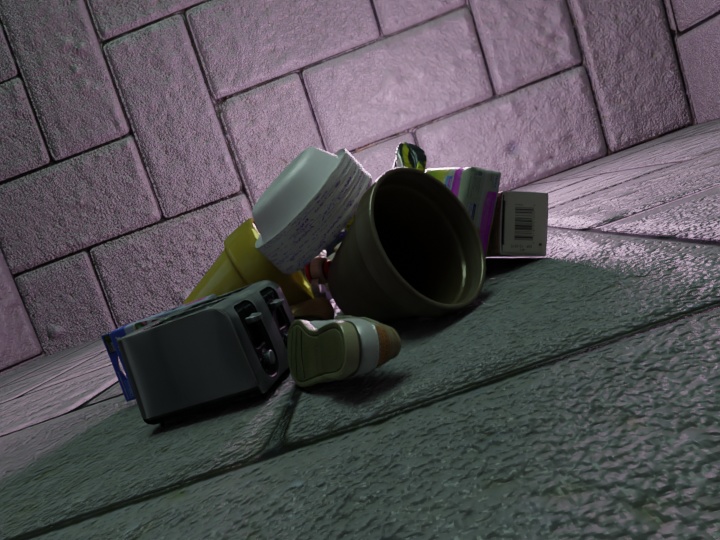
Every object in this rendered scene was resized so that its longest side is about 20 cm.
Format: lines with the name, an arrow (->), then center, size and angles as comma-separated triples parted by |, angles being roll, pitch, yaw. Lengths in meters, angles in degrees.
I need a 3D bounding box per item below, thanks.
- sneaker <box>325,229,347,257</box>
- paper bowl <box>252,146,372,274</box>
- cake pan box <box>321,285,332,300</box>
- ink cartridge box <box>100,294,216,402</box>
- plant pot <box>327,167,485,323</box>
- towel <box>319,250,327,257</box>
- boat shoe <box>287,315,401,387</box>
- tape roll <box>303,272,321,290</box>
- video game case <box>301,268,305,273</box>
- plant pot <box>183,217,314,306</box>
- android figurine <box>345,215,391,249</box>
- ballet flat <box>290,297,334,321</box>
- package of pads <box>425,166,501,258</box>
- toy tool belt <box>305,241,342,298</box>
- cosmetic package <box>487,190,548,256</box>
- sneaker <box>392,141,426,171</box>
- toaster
sneaker -> -0.020, -0.098, 1.021 | 0.200, 0.145, 0.082 | -46, 22, 45
paper bowl -> -0.084, -0.103, 0.774 | 0.200, 0.104, 0.201 | -43, 17, 17
cake pan box -> -0.175, 0.076, 1.196 | 0.182, 0.053, 0.199 | -25, 8, -28
ink cartridge box -> -0.301, 0.127, 0.798 | 0.196, 0.122, 0.042 | -18, 8, 5
plant pot -> 0.045, -0.009, 0.714 | 0.198, 0.202, 0.173 | -25, -9, -45
towel -> -0.059, -0.014, 1.094 | 0.148, 0.199, 0.037 | -23, -32, -56
boat shoe -> -0.026, 0.087, 0.557 | 0.067, 0.076, 0.199 | 0, -5, -26
tape roll -> -0.183, 0.043, 1.099 | 0.198, 0.038, 0.204 | -9, 24, 4
video game case -> -0.210, -0.024, 1.175 | 0.177, 0.026, 0.200 | -15, 26, -12
plant pot -> -0.200, 0.044, 0.916 | 0.188, 0.202, 0.201 | -41, 6, 0
android figurine -> 0.028, -0.063, 0.878 | 0.042, 0.180, 0.200 | -58, -13, -3
ballet flat -> -0.134, 0.098, 0.820 | 0.197, 0.069, 0.063 | -22, 35, 0
package of pads -> 0.157, -0.091, 0.873 | 0.067, 0.158, 0.200 | 7, 9, -13
toy tool belt -> 0.000, 0.000, 0.923 | 0.121, 0.128, 0.199 | -10, -11, 23
cosmetic package -> 0.231, -0.074, 0.890 | 0.085, 0.106, 0.200 | 1, 0, -13
sneaker -> 0.085, -0.137, 0.924 | 0.073, 0.203, 0.085 | 14, -38, -6
toaster -> -0.190, 0.103, 0.671 | 0.196, 0.121, 0.181 | -18, 5, 14
